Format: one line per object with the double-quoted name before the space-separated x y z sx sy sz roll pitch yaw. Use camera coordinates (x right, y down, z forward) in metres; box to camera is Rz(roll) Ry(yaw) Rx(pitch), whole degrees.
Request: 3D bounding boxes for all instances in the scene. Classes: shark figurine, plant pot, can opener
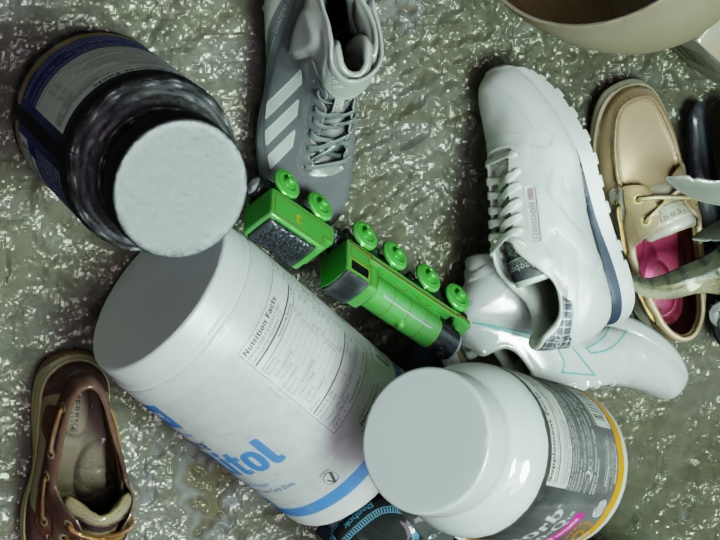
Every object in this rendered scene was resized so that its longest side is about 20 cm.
"shark figurine" 0.266 -0.041 1.617 0.089 0.214 0.129 -16 97 19
"plant pot" 0.190 -0.225 1.567 0.201 0.200 0.134 -52 143 1
"can opener" 0.273 -0.032 1.737 0.063 0.079 0.201 -9 113 22

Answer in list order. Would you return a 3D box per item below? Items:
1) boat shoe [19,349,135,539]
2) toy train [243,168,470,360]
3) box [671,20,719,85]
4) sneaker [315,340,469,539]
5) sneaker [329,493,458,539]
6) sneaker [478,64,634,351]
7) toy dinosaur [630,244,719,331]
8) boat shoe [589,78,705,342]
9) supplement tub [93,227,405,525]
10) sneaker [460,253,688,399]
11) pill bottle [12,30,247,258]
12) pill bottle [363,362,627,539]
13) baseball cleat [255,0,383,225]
"boat shoe" -0.189 0.159 1.586 0.072 0.072 0.202 -3 109 -22
"toy train" 0.000 0.000 1.578 0.199 0.057 0.042 34 127 -29
"box" 0.300 -0.228 1.654 0.078 0.095 0.201 38 89 -29
"sneaker" 0.022 0.141 1.673 0.108 0.070 0.202 -10 114 -22
"sneaker" 0.045 0.230 1.652 0.082 0.073 0.201 -32 119 -5
"sneaker" 0.121 -0.045 1.617 0.080 0.076 0.201 -22 89 -26
"toy dinosaur" 0.277 0.011 1.679 0.199 0.047 0.089 -21 89 -24
"boat shoe" 0.218 -0.040 1.695 0.073 0.069 0.201 -22 115 -15
"supplement tub" -0.068 0.070 1.575 0.200 0.132 0.132 40 90 -28
"sneaker" 0.149 0.060 1.690 0.199 0.070 0.081 25 70 -23
"pill bottle" -0.142 -0.077 1.453 0.111 0.200 0.113 -7 110 -21
"pill bottle" 0.090 0.123 1.556 0.200 0.116 0.117 16 102 -58
"baseball cleat" -0.027 -0.110 1.545 0.069 0.106 0.202 -16 115 -23
